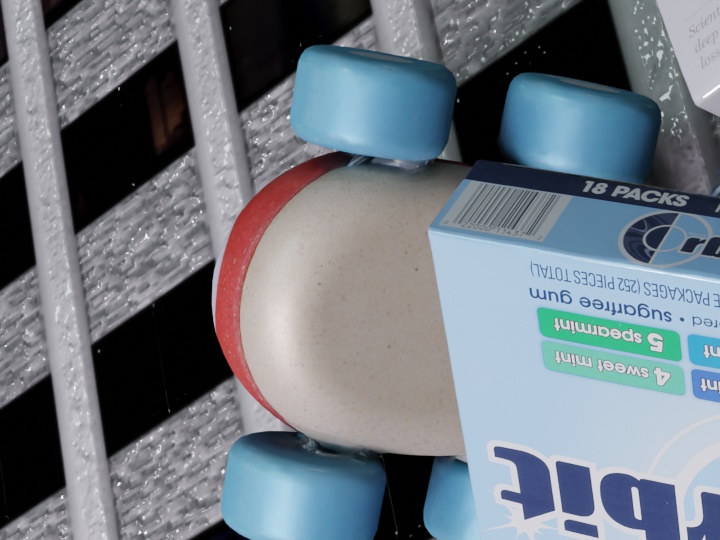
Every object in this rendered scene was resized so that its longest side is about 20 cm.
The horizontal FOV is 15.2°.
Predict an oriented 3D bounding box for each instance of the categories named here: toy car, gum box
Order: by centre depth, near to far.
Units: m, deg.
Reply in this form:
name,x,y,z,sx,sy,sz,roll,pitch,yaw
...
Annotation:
name,x,y,z,sx,sy,sz,roll,pitch,yaw
gum box,0.117,0.069,0.864,0.169,0.201,0.045,10,41,26
toy car,0.000,0.000,1.089,0.200,0.176,0.185,25,107,60

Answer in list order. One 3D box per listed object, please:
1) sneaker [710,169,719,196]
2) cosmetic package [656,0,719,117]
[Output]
name,x,y,z,sx,sy,sz,roll,pitch,yaw
sneaker,0.174,-0.008,0.943,0.077,0.085,0.200,-43,16,34
cosmetic package,0.193,-0.077,0.871,0.102,0.200,0.074,-37,53,33
